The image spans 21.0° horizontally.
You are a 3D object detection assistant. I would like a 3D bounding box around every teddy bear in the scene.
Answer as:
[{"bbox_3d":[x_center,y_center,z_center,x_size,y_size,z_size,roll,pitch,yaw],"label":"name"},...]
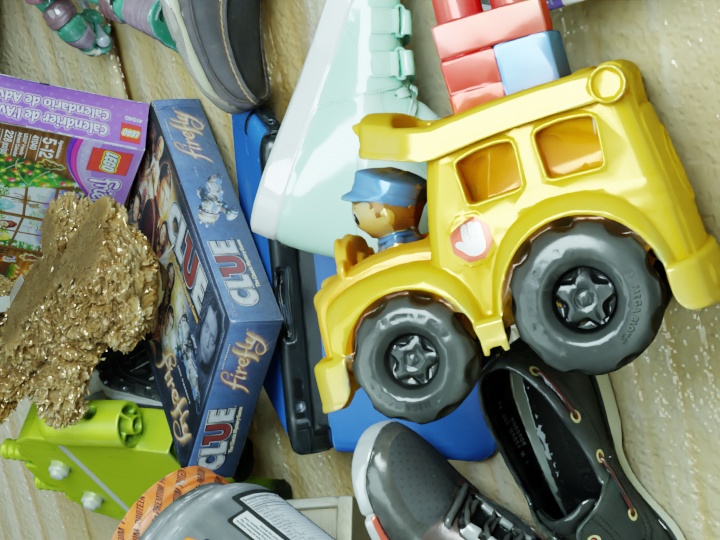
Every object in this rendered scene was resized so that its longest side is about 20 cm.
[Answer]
[{"bbox_3d":[-0.185,0.028,1.220,0.200,0.066,0.146,-44,39,31],"label":"teddy bear"}]

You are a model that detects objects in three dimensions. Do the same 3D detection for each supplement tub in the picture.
[{"bbox_3d":[-0.048,0.205,1.118,0.199,0.122,0.123,33,130,31],"label":"supplement tub"}]

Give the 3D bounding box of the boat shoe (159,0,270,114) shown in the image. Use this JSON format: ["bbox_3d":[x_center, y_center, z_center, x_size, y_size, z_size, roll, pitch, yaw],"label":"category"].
[{"bbox_3d":[-0.076,-0.189,1.103,0.073,0.075,0.202,-9,104,18],"label":"boat shoe"}]

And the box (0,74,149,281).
[{"bbox_3d":[-0.225,-0.054,1.279,0.200,0.136,0.039,121,155,-56],"label":"box"}]

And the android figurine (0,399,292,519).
[{"bbox_3d":[-0.149,0.134,1.304,0.198,0.041,0.182,3,149,26],"label":"android figurine"}]

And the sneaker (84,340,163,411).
[{"bbox_3d":[-0.154,0.091,1.345,0.199,0.074,0.080,-4,111,55],"label":"sneaker"}]

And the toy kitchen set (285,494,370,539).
[{"bbox_3d":[-0.057,0.272,1.267,0.162,0.181,0.202,-6,66,17],"label":"toy kitchen set"}]

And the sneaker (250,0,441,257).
[{"bbox_3d":[0.028,-0.097,1.036,0.117,0.074,0.202,19,90,1],"label":"sneaker"}]

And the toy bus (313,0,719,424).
[{"bbox_3d":[0.058,-0.039,0.934,0.198,0.136,0.194,-18,94,14],"label":"toy bus"}]

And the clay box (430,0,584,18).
[{"bbox_3d":[0.099,-0.188,0.935,0.199,0.047,0.116,-9,103,51],"label":"clay box"}]

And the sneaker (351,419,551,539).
[{"bbox_3d":[0.078,0.158,1.101,0.082,0.077,0.200,-29,105,43],"label":"sneaker"}]

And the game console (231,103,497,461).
[{"bbox_3d":[0.000,0.000,1.162,0.171,0.117,0.202,-125,29,-66],"label":"game console"}]

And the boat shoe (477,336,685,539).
[{"bbox_3d":[0.123,0.131,1.054,0.073,0.063,0.203,-22,92,49],"label":"boat shoe"}]

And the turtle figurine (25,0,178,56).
[{"bbox_3d":[-0.182,-0.200,1.214,0.199,0.100,0.151,16,120,37],"label":"turtle figurine"}]

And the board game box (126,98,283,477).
[{"bbox_3d":[-0.104,0.009,1.208,0.201,0.034,0.136,-114,32,-42],"label":"board game box"}]
